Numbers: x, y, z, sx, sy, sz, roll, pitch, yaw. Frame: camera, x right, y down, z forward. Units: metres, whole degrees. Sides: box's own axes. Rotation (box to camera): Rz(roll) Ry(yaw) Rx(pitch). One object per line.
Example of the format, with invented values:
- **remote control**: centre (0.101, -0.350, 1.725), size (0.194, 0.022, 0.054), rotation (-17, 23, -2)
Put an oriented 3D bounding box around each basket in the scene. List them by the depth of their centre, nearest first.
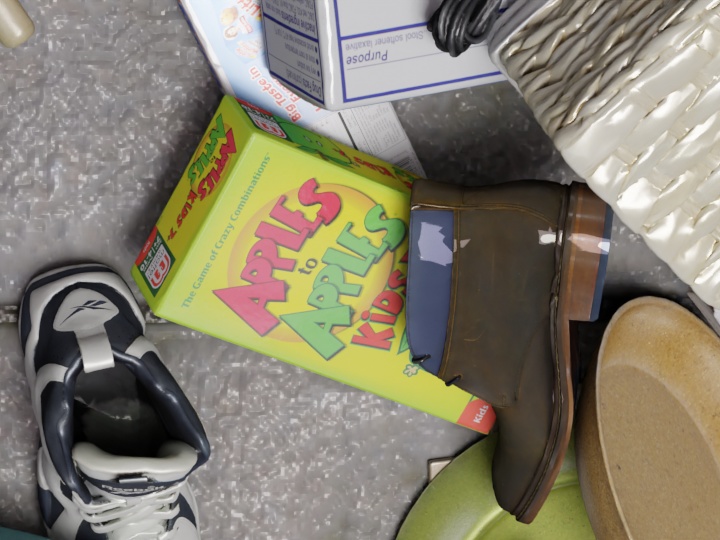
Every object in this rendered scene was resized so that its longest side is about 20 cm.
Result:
- **basket**: centre (0.175, -0.101, 1.264), size (0.200, 0.124, 0.135), rotation (-41, 116, 13)

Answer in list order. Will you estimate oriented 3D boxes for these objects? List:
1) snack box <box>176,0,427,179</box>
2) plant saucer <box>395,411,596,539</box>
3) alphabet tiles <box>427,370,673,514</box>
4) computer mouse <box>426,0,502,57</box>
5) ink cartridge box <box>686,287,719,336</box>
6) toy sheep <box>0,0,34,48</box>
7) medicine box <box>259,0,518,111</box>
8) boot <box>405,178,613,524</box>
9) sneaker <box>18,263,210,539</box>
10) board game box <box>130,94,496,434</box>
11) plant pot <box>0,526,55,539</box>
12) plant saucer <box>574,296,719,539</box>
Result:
- **snack box**: centre (-0.036, -0.106, 1.406), size (0.072, 0.024, 0.201), rotation (-28, 111, -4)
- **plant saucer**: centre (0.111, 0.173, 1.517), size (0.199, 0.031, 0.201), rotation (-4, 107, -11)
- **alphabet tiles**: centre (0.119, 0.153, 1.532), size (0.166, 0.008, 0.201), rotation (-6, 109, -11)
- **computer mouse**: centre (0.020, -0.197, 1.253), size (0.110, 0.044, 0.200), rotation (-44, 112, -4)
- **ink cartridge box**: centre (0.225, -0.036, 1.412), size (0.161, 0.050, 0.200), rotation (-42, 153, 3)
- **toy sheep**: centre (-0.212, -0.181, 1.288), size (0.138, 0.138, 0.200), rotation (-34, 107, -1)
- **medicine box**: centre (0.044, -0.190, 1.342), size (0.181, 0.103, 0.201), rotation (-11, 107, -17)
- **boot**: centre (0.061, 0.035, 1.400), size (0.096, 0.075, 0.201), rotation (9, 125, 1)
- **sneaker**: centre (-0.113, 0.106, 1.398), size (0.079, 0.130, 0.200), rotation (-8, 109, -9)
- **board game box**: centre (0.000, 0.000, 1.410), size (0.199, 0.048, 0.102), rotation (21, 108, -30)
- **plant pot**: centre (-0.192, 0.202, 1.371), size (0.199, 0.141, 0.142), rotation (1, 108, 9)
- **plant saucer**: centre (0.161, 0.113, 1.448), size (0.035, 0.201, 0.201), rotation (-24, 115, 31)
